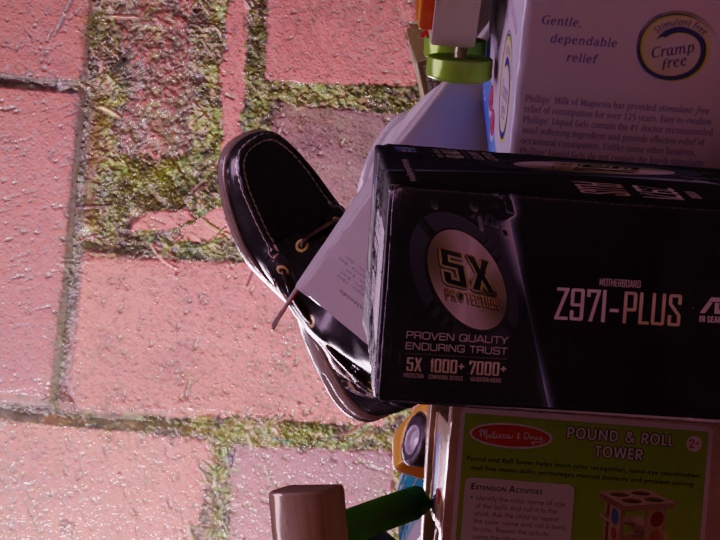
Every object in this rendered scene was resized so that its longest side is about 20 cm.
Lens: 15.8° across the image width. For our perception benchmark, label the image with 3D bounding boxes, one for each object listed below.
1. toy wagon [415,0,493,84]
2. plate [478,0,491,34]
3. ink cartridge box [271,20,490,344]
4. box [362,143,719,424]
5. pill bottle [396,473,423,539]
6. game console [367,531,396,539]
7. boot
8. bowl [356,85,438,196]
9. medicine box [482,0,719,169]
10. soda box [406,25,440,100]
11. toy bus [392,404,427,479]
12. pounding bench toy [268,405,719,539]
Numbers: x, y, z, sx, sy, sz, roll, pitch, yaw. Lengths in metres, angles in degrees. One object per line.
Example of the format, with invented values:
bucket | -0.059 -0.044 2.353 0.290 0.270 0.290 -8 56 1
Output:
toy wagon | 0.050 -0.181 1.299 0.200 0.039 0.157 -91 6 -78
plate | 0.049 -0.252 1.603 0.200 0.032 0.201 54 -142 -42
ink cartridge box | 0.054 -0.047 1.440 0.200 0.084 0.176 -54 1 -44
box | 0.085 0.001 1.083 0.200 0.162 0.087 -95 9 -83
pill bottle | 0.079 0.167 1.706 0.200 0.110 0.112 -92 6 -75
game console | 0.055 0.243 1.682 0.031 0.177 0.200 -43 11 9
boot | 0.000 0.000 1.560 0.150 0.073 0.201 -7 111 63
bowl | 0.059 -0.045 1.675 0.201 0.090 0.202 -39 -42 -46
medicine box | 0.120 -0.137 1.237 0.182 0.102 0.202 -90 4 -66
soda box | 0.086 -0.072 1.778 0.064 0.067 0.201 -104 0 -63
toy bus | 0.086 0.048 1.428 0.200 0.065 0.079 131 146 -50
pounding bench toy | 0.056 0.112 1.168 0.156 0.198 0.125 -145 58 -87
